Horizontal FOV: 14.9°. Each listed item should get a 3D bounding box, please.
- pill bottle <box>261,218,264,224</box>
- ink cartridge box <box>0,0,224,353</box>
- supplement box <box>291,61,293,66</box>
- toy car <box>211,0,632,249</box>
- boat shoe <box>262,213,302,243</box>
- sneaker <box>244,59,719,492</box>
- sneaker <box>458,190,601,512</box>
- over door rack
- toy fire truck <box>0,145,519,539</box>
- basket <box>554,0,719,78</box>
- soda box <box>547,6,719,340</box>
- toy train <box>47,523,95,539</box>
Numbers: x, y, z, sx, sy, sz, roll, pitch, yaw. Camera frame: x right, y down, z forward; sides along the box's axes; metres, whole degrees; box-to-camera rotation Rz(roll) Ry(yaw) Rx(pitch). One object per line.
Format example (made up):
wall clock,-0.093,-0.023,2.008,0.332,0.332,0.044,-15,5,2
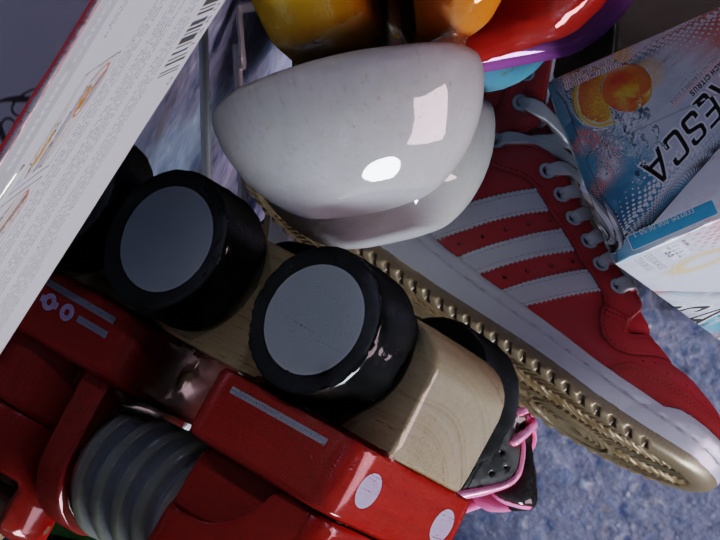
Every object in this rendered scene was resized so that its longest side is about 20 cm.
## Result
pill bottle,-0.031,0.036,1.299,0.200,0.111,0.112,-49,160,-71
ink cartridge box,-0.098,-0.022,0.685,0.200,0.045,0.176,-56,178,15
supplement box,0.037,-0.134,1.177,0.131,0.103,0.201,-91,-166,-48
toy car,0.020,-0.108,0.869,0.200,0.149,0.176,51,25,-82
boat shoe,0.000,0.000,1.074,0.200,0.069,0.071,-66,163,-71
sneaker,0.068,-0.016,0.968,0.113,0.200,0.071,-50,165,-14
sneaker,0.049,0.057,1.167,0.200,0.095,0.079,-51,162,-4
over door rack,-0.066,-0.029,1.064,0.148,0.066,0.201,67,32,-81
toy fire truck,-0.077,0.070,0.863,0.129,0.176,0.201,31,87,-55
basket,0.165,-0.099,1.064,0.136,0.199,0.181,142,-57,-66
soda box,0.123,-0.027,0.918,0.064,0.068,0.200,70,13,15
toy train,-0.107,0.102,1.234,0.200,0.042,0.057,-21,123,-81
